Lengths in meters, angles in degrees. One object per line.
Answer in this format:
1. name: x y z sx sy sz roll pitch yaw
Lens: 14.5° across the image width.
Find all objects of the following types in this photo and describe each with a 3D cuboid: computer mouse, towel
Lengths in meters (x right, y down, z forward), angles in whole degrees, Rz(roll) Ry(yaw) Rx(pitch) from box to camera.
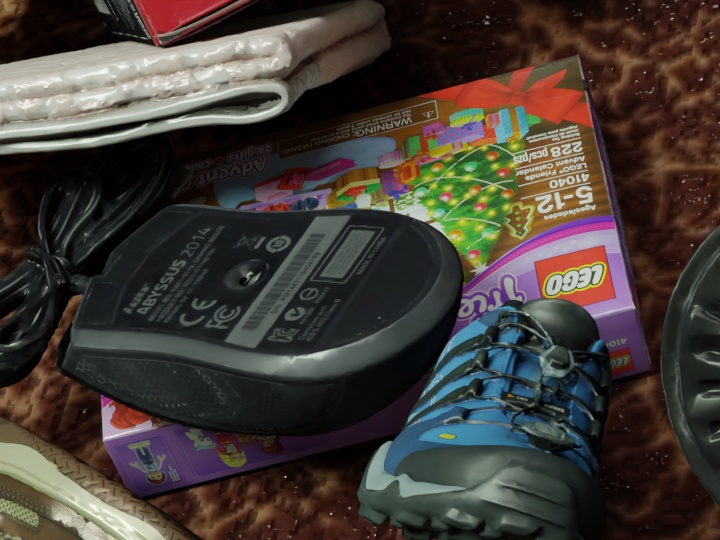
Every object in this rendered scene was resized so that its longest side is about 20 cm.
1. computer mouse: -0.044 0.016 1.001 0.199 0.053 0.139 9 44 37
2. towel: -0.100 -0.069 1.098 0.199 0.032 0.191 -8 8 12

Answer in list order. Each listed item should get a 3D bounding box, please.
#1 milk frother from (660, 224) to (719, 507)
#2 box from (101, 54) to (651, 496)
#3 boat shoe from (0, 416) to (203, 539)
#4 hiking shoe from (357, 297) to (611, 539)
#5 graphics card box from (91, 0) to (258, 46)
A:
1. milk frother: 0.165 0.053 0.897 0.200 0.181 0.188 -27 -1 34
2. box: 0.000 0.000 1.060 0.199 0.039 0.137 -15 46 7
3. boat shoe: -0.130 0.094 1.008 0.202 0.075 0.075 25 80 38
4. hiking shoe: 0.044 0.047 0.890 0.074 0.200 0.087 21 89 -5
5. graphics card box: -0.047 -0.138 1.127 0.125 0.051 0.200 -28 9 -6
